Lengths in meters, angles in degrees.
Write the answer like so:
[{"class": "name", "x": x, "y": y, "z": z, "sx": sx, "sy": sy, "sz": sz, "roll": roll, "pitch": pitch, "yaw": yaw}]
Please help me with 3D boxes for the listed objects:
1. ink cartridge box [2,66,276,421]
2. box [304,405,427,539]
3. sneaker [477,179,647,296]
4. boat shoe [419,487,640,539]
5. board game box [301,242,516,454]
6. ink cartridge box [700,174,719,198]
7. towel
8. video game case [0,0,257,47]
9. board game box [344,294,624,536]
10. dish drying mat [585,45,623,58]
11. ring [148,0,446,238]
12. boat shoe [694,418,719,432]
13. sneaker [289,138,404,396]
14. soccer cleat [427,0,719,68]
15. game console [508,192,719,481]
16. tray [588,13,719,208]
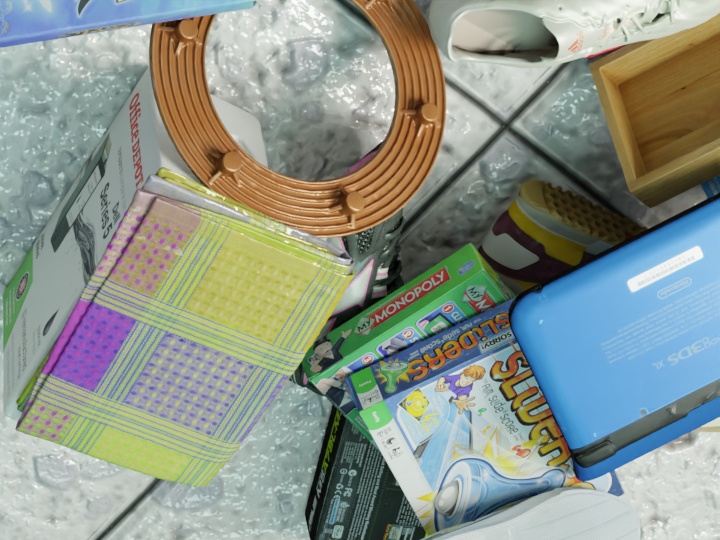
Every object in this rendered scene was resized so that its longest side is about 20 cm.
[{"class": "ink cartridge box", "x": -0.143, "y": -0.007, "z": 1.466, "sx": 0.084, "sy": 0.146, "sz": 0.200, "roll": 25, "pitch": 114, "yaw": -22}, {"class": "box", "x": 0.075, "y": 0.116, "z": 1.639, "sx": 0.193, "sy": 0.048, "sz": 0.200, "roll": 5, "pitch": 120, "yaw": -15}, {"class": "sneaker", "x": 0.170, "y": 0.017, "z": 1.579, "sx": 0.200, "sy": 0.075, "sz": 0.090, "roll": 29, "pitch": 113, "yaw": -14}, {"class": "boat shoe", "x": 0.098, "y": 0.183, "z": 1.541, "sx": 0.200, "sy": 0.062, "sz": 0.072, "roll": -6, "pitch": 93, "yaw": -36}, {"class": "board game box", "x": 0.066, "y": 0.078, "z": 1.542, "sx": 0.134, "sy": 0.029, "sz": 0.200, "roll": -33, "pitch": 135, "yaw": 9}, {"class": "ink cartridge box", "x": 0.312, "y": -0.103, "z": 1.498, "sx": 0.200, "sy": 0.116, "sz": 0.068, "roll": -38, "pitch": 121, "yaw": 15}, {"class": "towel", "x": -0.106, "y": 0.040, "z": 1.398, "sx": 0.143, "sy": 0.023, "sz": 0.200, "roll": 21, "pitch": 119, "yaw": -21}, {"class": "video game case", "x": -0.171, "y": -0.226, "z": 1.337, "sx": 0.200, "sy": 0.045, "sz": 0.182, "roll": -10, "pitch": 94, "yaw": -3}, {"class": "board game box", "x": 0.085, "y": 0.110, "z": 1.534, "sx": 0.135, "sy": 0.034, "sz": 0.200, "roll": -26, "pitch": 137, "yaw": 2}, {"class": "dish drying mat", "x": 0.147, "y": -0.229, "z": 1.451, "sx": 0.077, "sy": 0.018, "sz": 0.200, "roll": -19, "pitch": 123, "yaw": 4}, {"class": "ring", "x": -0.033, "y": -0.118, "z": 1.406, "sx": 0.200, "sy": 0.201, "sz": 0.019, "roll": 24, "pitch": 157, "yaw": -22}, {"class": "boat shoe", "x": 0.281, "y": 0.074, "z": 1.632, "sx": 0.200, "sy": 0.072, "sz": 0.065, "roll": 2, "pitch": 126, "yaw": -4}, {"class": "sneaker", "x": 0.000, "y": 0.000, "z": 1.521, "sx": 0.086, "sy": 0.080, "sz": 0.200, "roll": 36, "pitch": 125, "yaw": 5}, {"class": "soccer cleat", "x": 0.142, "y": -0.159, "z": 1.438, "sx": 0.200, "sy": 0.078, "sz": 0.069, "roll": -8, "pitch": 123, "yaw": 5}, {"class": "game console", "x": 0.204, "y": 0.039, "z": 1.482, "sx": 0.200, "sy": 0.118, "sz": 0.171, "roll": -27, "pitch": 105, "yaw": 0}, {"class": "tray", "x": 0.249, "y": -0.127, "z": 1.459, "sx": 0.200, "sy": 0.099, "sz": 0.037, "roll": -26, "pitch": 149, "yaw": 21}]
